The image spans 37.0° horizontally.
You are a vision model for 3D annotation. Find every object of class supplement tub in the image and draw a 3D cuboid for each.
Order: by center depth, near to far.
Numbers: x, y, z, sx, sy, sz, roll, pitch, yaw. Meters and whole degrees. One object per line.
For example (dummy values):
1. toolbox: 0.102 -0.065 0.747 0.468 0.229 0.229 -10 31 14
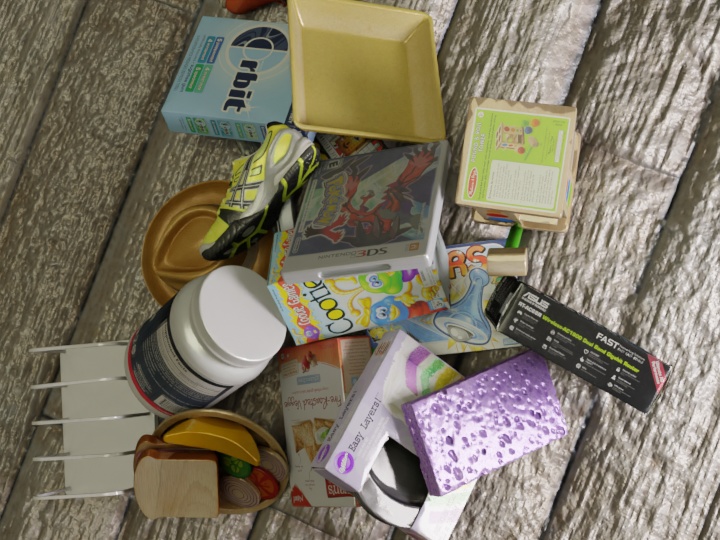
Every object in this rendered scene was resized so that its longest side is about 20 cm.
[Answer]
1. supplement tub: -0.194 0.092 1.338 0.199 0.139 0.142 -36 75 44

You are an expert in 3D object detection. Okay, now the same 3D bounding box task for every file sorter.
1. file sorter: -0.353 0.193 1.415 0.137 0.124 0.203 -5 83 12

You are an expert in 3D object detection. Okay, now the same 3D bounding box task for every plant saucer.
1. plant saucer: 0.001 -0.243 1.353 0.197 0.049 0.203 5 63 -18

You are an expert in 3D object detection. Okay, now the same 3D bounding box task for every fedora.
1. fedora: -0.211 -0.028 1.420 0.197 0.082 0.204 -1 84 14

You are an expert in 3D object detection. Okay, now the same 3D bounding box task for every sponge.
1. sponge: 0.151 0.177 1.279 0.198 0.030 0.113 -19 89 -28

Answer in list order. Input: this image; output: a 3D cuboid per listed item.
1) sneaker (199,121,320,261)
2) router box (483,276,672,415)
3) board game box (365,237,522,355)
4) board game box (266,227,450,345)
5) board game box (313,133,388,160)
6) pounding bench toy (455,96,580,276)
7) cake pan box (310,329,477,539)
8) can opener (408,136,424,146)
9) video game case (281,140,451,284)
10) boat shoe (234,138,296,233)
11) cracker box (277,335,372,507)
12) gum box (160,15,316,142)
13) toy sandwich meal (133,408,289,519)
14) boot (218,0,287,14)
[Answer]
1. sneaker: -0.135 -0.096 1.340 0.076 0.075 0.200 45 100 14
2. router box: 0.245 0.080 1.242 0.198 0.150 0.063 29 94 -1
3. board game box: 0.102 0.039 1.363 0.197 0.034 0.138 -8 83 13
4. board game box: 0.000 0.000 1.300 0.197 0.106 0.104 -14 38 14
5. board game box: -0.024 -0.152 1.387 0.105 0.023 0.201 -41 59 8
6. pounding bench toy: 0.188 -0.084 1.290 0.122 0.156 0.203 8 85 15
7. cake pan box: 0.060 0.203 1.277 0.183 0.052 0.201 37 69 -13
8. can opener: 0.029 -0.081 1.378 0.199 0.053 0.067 -41 60 7
9. video game case: 0.010 -0.071 1.270 0.180 0.023 0.202 -7 43 21
10. boat shoe: -0.132 -0.127 1.415 0.070 0.072 0.203 -15 71 -4
11. cracker box: -0.037 0.189 1.338 0.133 0.057 0.203 -15 80 50
12. gum box: -0.138 -0.249 1.406 0.197 0.045 0.172 8 59 15
13. toy sandwich meal: -0.189 0.255 1.350 0.202 0.071 0.207 4 126 6
14. boot: -0.091 -0.375 1.430 0.198 0.075 0.109 -25 85 9
